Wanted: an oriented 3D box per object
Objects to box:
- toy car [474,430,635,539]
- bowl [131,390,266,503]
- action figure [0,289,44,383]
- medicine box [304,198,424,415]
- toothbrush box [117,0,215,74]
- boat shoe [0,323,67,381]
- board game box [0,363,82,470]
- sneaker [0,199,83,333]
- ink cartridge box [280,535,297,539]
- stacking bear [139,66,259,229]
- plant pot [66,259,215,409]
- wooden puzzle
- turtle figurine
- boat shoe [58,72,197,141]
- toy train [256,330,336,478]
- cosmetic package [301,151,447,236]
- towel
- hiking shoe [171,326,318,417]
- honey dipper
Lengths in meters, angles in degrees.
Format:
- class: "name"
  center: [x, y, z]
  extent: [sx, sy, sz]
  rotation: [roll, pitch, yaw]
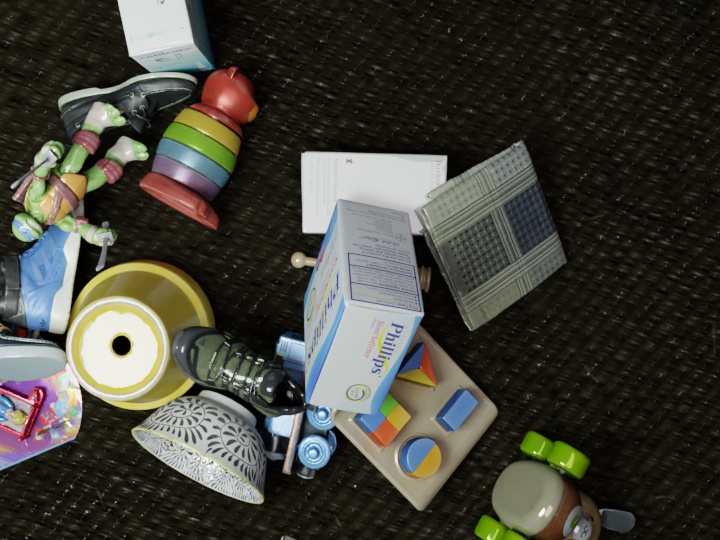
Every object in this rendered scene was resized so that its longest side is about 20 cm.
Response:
- class: "toy car"
  center: [0.290, 0.349, 1.318]
  extent: [0.199, 0.158, 0.166]
  rotation: [34, 81, -14]
- class: "bowl"
  center: [-0.198, 0.225, 1.289]
  extent: [0.199, 0.201, 0.095]
  rotation: [29, 66, -3]
- class: "action figure"
  center: [-0.512, 0.081, 1.309]
  extent: [0.191, 0.105, 0.202]
  rotation: [16, 56, 0]
- class: "medicine box"
  center: [-0.002, 0.046, 1.221]
  extent: [0.101, 0.201, 0.184]
  rotation: [11, 129, -13]
- class: "toothbrush box"
  center: [-0.253, -0.339, 1.232]
  extent: [0.084, 0.200, 0.149]
  rotation: [-12, 94, -1]
- class: "boat shoe"
  center: [-0.466, 0.085, 1.205]
  extent: [0.197, 0.071, 0.092]
  rotation: [-2, 59, 1]
- class: "board game box"
  center: [-0.493, 0.191, 1.330]
  extent: [0.198, 0.039, 0.160]
  rotation: [-22, 93, -1]
- class: "sneaker"
  center: [-0.435, -0.021, 1.274]
  extent: [0.110, 0.077, 0.203]
  rotation: [10, 73, -19]
- class: "ink cartridge box"
  center: [-0.037, 0.461, 1.306]
  extent: [0.198, 0.146, 0.085]
  rotation: [24, 94, -2]
- class: "stacking bear"
  center: [-0.205, -0.177, 1.291]
  extent: [0.113, 0.121, 0.202]
  rotation: [26, 83, 6]
- class: "plant pot"
  center: [-0.298, 0.091, 1.259]
  extent: [0.197, 0.189, 0.204]
  rotation: [0, 93, -3]
- class: "wooden puzzle"
  center: [0.082, 0.197, 1.307]
  extent: [0.200, 0.046, 0.185]
  rotation: [47, 70, -13]
- class: "turtle figurine"
  center: [-0.341, -0.107, 1.200]
  extent: [0.144, 0.199, 0.195]
  rotation: [41, 66, -17]
- class: "boat shoe"
  center: [-0.312, -0.216, 1.289]
  extent: [0.196, 0.075, 0.067]
  rotation: [-9, 76, 4]
- class: "toy train"
  center: [-0.079, 0.184, 1.325]
  extent: [0.113, 0.087, 0.203]
  rotation: [14, 95, 7]
- class: "cosmetic package"
  center: [0.018, -0.104, 1.311]
  extent: [0.197, 0.081, 0.115]
  rotation: [-1, 92, -1]
- class: "towel"
  center: [0.180, -0.048, 1.300]
  extent: [0.199, 0.034, 0.195]
  rotation: [-32, 109, -24]
- class: "hiking shoe"
  center: [-0.142, 0.125, 1.204]
  extent: [0.199, 0.100, 0.077]
  rotation: [32, 67, -32]
- class: "honey dipper"
  center: [0.000, 0.000, 1.342]
  extent: [0.197, 0.038, 0.039]
  rotation: [8, 93, 2]
